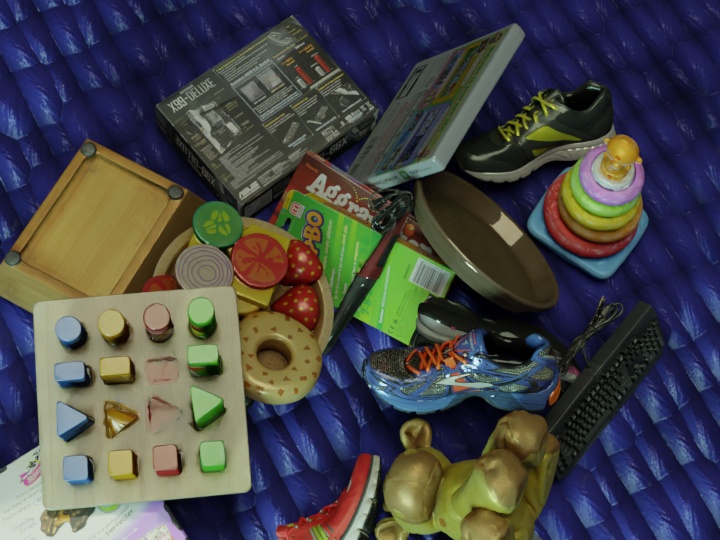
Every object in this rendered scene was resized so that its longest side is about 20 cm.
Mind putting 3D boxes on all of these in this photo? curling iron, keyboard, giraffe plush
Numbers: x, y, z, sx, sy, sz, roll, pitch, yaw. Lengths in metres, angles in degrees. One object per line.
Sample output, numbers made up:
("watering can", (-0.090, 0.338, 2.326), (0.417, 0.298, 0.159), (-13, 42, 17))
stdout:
("curling iron", (0.000, 0.000, 1.560), (0.049, 0.201, 0.026), (16, 23, -25))
("keyboard", (0.244, 0.109, 1.550), (0.021, 0.127, 0.200), (16, 57, 47))
("giraffe plush", (0.093, 0.217, 1.468), (0.161, 0.201, 0.173), (16, 57, 22))

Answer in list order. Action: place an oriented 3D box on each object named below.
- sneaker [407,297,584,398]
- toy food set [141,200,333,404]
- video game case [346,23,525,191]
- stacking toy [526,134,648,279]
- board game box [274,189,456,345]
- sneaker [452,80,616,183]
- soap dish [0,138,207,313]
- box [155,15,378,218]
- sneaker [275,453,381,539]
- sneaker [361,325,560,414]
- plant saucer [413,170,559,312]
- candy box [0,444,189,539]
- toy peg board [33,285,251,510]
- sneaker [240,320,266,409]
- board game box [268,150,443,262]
("sneaker", (0.136, 0.096, 1.571), (0.199, 0.087, 0.080), (20, 24, -12))
("toy food set", (-0.121, 0.032, 1.526), (0.197, 0.049, 0.201), (21, 62, -8))
("video game case", (0.075, -0.170, 1.624), (0.022, 0.182, 0.201), (43, 62, -21))
("stacking toy", (0.258, -0.091, 1.588), (0.116, 0.200, 0.110), (34, 68, 11))
("board game box", (-0.003, -0.003, 1.590), (0.199, 0.030, 0.096), (27, 106, 9))
("sneaker", (0.192, -0.161, 1.669), (0.199, 0.085, 0.075), (-17, 41, -18))
("soap dish", (-0.275, -0.032, 1.583), (0.156, 0.081, 0.201), (27, 68, 7))
("box", (-0.104, -0.170, 1.675), (0.200, 0.050, 0.158), (-37, 74, -19))
("sneaker", (-0.040, 0.261, 1.478), (0.084, 0.077, 0.201), (23, 66, 11))
("sneaker", (0.100, 0.089, 1.474), (0.198, 0.079, 0.076), (-2, 42, -4))
("plant saucer", (0.128, -0.028, 1.581), (0.029, 0.200, 0.200), (-46, 72, 24))
("candy box", (-0.268, 0.263, 1.458), (0.167, 0.072, 0.201), (-31, 73, -16))
("toy peg board", (-0.208, 0.114, 1.413), (0.197, 0.098, 0.202), (-4, 78, -6))
("sneaker", (-0.174, 0.109, 1.531), (0.200, 0.076, 0.116), (-34, 71, -20))
("board game box", (0.002, -0.033, 1.608), (0.199, 0.019, 0.103), (33, 106, 10))
